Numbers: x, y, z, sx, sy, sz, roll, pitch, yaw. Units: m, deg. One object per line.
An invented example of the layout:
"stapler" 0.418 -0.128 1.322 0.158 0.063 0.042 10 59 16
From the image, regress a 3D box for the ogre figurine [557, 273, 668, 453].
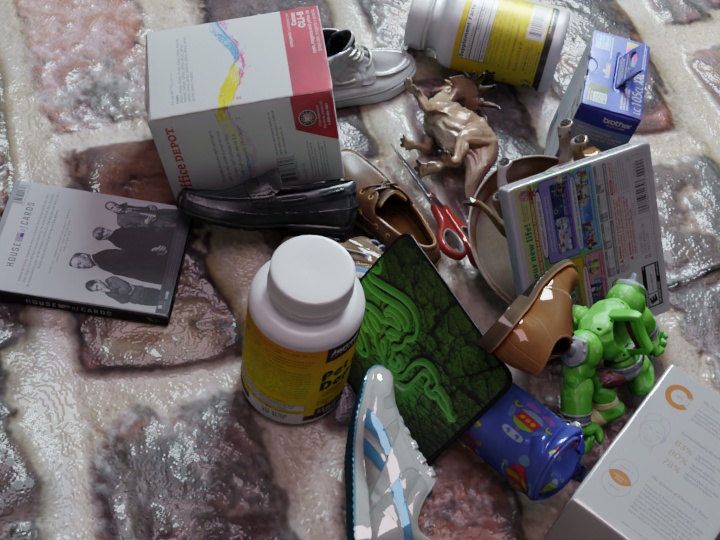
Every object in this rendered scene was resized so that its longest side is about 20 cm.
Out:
"ogre figurine" 0.259 0.086 1.099 0.200 0.120 0.098 -28 30 -21

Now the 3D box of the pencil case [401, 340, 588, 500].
"pencil case" 0.132 0.139 1.048 0.087 0.078 0.200 -43 56 -12

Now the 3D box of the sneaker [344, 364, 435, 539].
"sneaker" 0.028 0.188 1.023 0.081 0.077 0.200 2 63 -6

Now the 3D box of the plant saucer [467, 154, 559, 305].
"plant saucer" 0.212 -0.033 1.213 0.200 0.034 0.200 5 70 -14

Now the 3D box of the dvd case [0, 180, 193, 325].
"dvd case" -0.292 -0.021 1.148 0.200 0.025 0.150 9 53 -3

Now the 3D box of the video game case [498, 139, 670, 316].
"video game case" 0.244 -0.020 1.146 0.182 0.200 0.022 -20 21 -19

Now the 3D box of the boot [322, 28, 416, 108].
"boot" -0.010 -0.259 1.329 0.200 0.096 0.074 -23 61 -24

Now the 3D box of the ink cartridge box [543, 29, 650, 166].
"ink cartridge box" 0.279 -0.185 1.262 0.076 0.200 0.136 16 53 2

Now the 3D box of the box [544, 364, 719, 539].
"box" 0.291 0.211 1.036 0.124 0.098 0.200 37 57 17

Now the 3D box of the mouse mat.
"mouse mat" 0.048 0.083 1.063 0.008 0.161 0.200 6 43 -50

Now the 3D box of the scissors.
"scissors" 0.093 -0.076 1.258 0.073 0.014 0.200 9 40 -35

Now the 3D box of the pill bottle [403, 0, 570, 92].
"pill bottle" 0.162 -0.308 1.386 0.200 0.111 0.111 16 53 6

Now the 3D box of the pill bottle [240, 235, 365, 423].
"pill bottle" -0.056 0.056 1.022 0.109 0.200 0.109 5 54 -6

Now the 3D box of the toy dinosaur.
"toy dinosaur" 0.127 -0.172 1.303 0.135 0.086 0.200 -13 63 -27

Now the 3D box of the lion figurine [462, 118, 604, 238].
"lion figurine" 0.210 -0.083 1.173 0.200 0.123 0.072 -28 42 -6

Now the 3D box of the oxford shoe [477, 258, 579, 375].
"oxford shoe" 0.179 0.049 1.035 0.071 0.071 0.200 40 34 8

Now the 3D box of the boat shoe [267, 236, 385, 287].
"boat shoe" 0.000 0.000 1.155 0.200 0.072 0.072 14 51 0

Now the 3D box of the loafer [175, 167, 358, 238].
"loafer" -0.102 -0.080 1.179 0.200 0.070 0.068 4 15 -10

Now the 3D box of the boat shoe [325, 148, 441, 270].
"boat shoe" 0.029 -0.074 1.217 0.072 0.068 0.200 -24 61 -25

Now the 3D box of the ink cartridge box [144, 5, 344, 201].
"ink cartridge box" -0.130 -0.184 1.199 0.200 0.145 0.145 -9 54 -2
